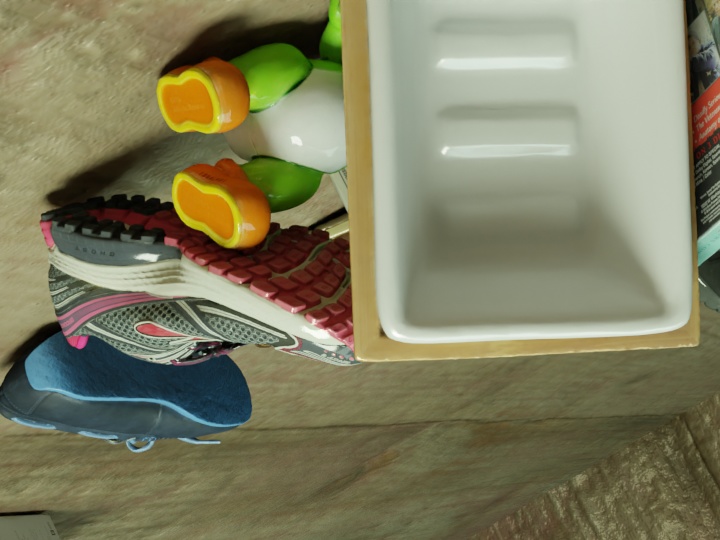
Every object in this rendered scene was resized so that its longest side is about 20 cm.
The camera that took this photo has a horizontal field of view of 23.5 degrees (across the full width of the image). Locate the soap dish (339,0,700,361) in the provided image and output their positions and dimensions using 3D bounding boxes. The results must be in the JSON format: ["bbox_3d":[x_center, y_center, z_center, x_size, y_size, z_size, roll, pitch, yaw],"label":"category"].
[{"bbox_3d":[0.067,-0.063,0.769,0.157,0.200,0.081,-2,179,-11],"label":"soap dish"}]

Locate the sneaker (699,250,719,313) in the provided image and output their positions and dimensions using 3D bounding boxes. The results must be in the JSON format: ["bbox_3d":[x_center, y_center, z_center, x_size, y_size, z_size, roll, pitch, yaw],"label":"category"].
[{"bbox_3d":[0.231,-0.042,1.171,0.082,0.200,0.073,-47,-171,38],"label":"sneaker"}]

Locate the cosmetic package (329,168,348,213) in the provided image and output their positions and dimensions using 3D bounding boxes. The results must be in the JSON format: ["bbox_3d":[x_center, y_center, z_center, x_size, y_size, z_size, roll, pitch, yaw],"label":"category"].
[{"bbox_3d":[0.089,-0.064,1.017,0.200,0.103,0.087,-26,166,1],"label":"cosmetic package"}]

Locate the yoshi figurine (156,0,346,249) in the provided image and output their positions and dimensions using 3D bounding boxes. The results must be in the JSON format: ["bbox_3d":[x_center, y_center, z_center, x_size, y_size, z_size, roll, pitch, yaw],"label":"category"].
[{"bbox_3d":[0.009,-0.076,0.846,0.200,0.112,0.112,-19,156,-37],"label":"yoshi figurine"}]

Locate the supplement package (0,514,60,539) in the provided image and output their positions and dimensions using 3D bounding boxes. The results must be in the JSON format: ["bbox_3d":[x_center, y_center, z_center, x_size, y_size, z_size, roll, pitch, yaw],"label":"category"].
[{"bbox_3d":[-0.318,0.267,1.361,0.114,0.110,0.200,-33,163,16],"label":"supplement package"}]

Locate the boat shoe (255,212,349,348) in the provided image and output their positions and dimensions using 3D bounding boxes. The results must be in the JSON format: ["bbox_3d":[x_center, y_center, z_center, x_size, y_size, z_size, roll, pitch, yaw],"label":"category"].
[{"bbox_3d":[0.001,0.000,1.129,0.200,0.068,0.072,-35,163,24],"label":"boat shoe"}]

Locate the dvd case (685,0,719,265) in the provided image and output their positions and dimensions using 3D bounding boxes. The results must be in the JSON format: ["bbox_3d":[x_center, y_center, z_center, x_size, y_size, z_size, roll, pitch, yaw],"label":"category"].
[{"bbox_3d":[0.142,-0.102,0.812,0.022,0.200,0.146,1,152,-26],"label":"dvd case"}]

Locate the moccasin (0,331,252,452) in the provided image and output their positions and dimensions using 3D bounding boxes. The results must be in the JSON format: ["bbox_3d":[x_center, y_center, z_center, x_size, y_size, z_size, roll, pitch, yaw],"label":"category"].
[{"bbox_3d":[-0.154,0.073,1.123,0.068,0.081,0.200,-31,150,29],"label":"moccasin"}]

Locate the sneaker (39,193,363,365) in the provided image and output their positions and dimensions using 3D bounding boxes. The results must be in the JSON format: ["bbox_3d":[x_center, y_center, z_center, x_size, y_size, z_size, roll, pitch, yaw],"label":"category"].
[{"bbox_3d":[-0.071,0.014,0.854,0.200,0.075,0.081,14,-157,35],"label":"sneaker"}]
